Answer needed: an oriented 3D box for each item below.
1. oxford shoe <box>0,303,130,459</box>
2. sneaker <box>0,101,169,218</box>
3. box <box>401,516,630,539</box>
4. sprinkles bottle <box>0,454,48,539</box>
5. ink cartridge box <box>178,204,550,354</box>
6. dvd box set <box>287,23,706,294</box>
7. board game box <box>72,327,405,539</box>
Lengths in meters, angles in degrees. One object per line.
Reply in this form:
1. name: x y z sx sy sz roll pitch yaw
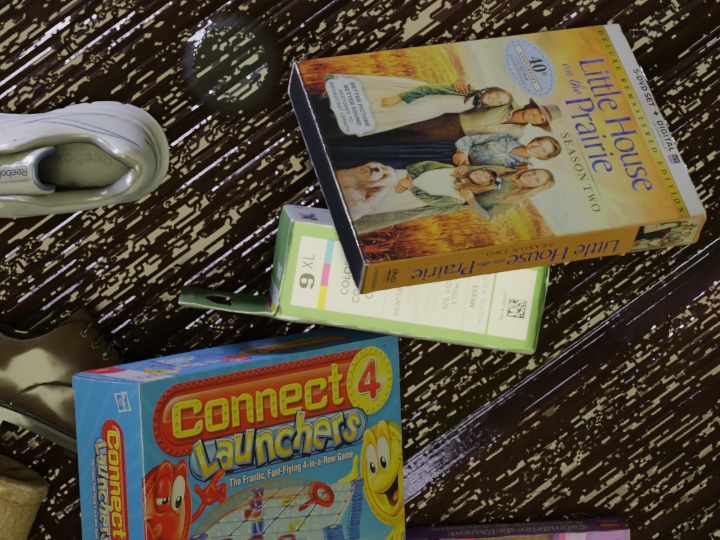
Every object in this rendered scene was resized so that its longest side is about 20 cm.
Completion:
1. oxford shoe: -0.152 0.066 1.243 0.199 0.073 0.085 18 91 -7
2. sneaker: -0.208 -0.060 1.215 0.199 0.087 0.075 -8 99 -2
3. box: 0.093 0.250 1.298 0.136 0.039 0.201 -3 97 -5
4. sprinkles bottle: -0.244 0.203 1.252 0.068 0.068 0.201 21 95 -7
5. ink cartridge box: 0.000 0.000 1.229 0.199 0.104 0.060 8 96 -5
6. dvd box set: 0.074 -0.065 1.202 0.199 0.029 0.147 -8 56 -16
7. board game box: -0.061 0.142 1.208 0.200 0.056 0.197 -10 100 -45
